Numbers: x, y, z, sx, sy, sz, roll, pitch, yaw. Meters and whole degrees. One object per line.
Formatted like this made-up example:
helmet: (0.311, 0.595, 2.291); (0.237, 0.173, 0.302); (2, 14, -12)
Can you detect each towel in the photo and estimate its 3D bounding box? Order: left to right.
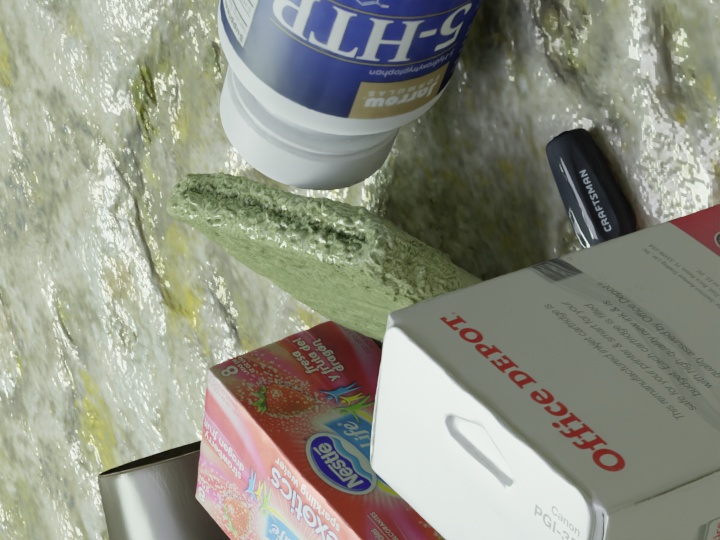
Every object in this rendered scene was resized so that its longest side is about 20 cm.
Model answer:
towel: (0.000, 0.000, 1.446); (0.200, 0.148, 0.037); (16, 76, 55)

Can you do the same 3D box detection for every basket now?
basket: (-0.072, 0.198, 1.665); (0.180, 0.135, 0.201); (-17, 89, 65)

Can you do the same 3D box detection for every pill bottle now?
pill bottle: (-0.003, -0.135, 1.365); (0.120, 0.119, 0.201); (54, 147, 25)

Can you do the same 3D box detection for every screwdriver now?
screwdriver: (0.130, 0.028, 1.328); (0.028, 0.029, 0.201); (-37, 70, 59)

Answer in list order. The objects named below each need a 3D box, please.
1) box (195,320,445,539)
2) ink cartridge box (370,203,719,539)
box: (0.005, 0.131, 1.530); (0.200, 0.094, 0.103); (46, 143, 35)
ink cartridge box: (0.123, 0.059, 1.193); (0.146, 0.199, 0.083); (41, 137, 39)
